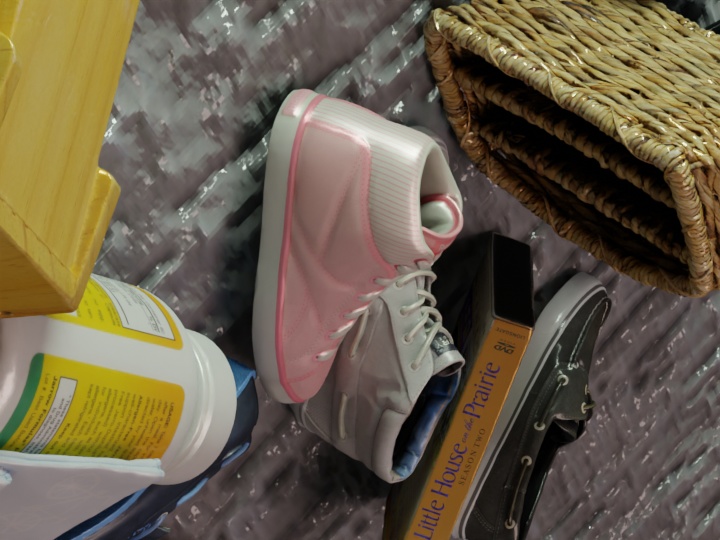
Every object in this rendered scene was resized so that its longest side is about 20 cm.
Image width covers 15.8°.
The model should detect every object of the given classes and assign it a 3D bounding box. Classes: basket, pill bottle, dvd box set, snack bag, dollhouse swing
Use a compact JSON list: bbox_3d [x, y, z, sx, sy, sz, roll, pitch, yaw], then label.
[{"bbox_3d":[0.136,-0.065,1.471,0.149,0.200,0.143,-23,137,-43],"label":"basket"},{"bbox_3d":[-0.152,0.054,1.289,0.200,0.113,0.113,17,104,-56],"label":"pill bottle"},{"bbox_3d":[0.059,0.092,1.587,0.146,0.029,0.201,-82,-168,-70],"label":"dvd box set"},{"bbox_3d":[-0.222,0.129,1.240,0.188,0.021,0.200,-32,153,35],"label":"snack bag"},{"bbox_3d":[-0.191,-0.086,1.109,0.200,0.181,0.177,62,24,-74],"label":"dollhouse swing"}]

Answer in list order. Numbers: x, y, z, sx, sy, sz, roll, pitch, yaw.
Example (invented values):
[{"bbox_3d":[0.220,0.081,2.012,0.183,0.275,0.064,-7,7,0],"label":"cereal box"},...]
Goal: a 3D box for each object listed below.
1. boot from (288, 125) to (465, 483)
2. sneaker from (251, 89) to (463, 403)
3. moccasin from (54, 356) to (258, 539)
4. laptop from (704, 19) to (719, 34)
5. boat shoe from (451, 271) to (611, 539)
[{"bbox_3d":[0.030,0.023,1.507,0.073,0.095,0.201,-9,125,-48],"label":"boot"},{"bbox_3d":[0.000,0.000,1.429,0.075,0.104,0.201,-61,160,-53],"label":"sneaker"},{"bbox_3d":[-0.124,0.126,1.413,0.200,0.080,0.068,-34,133,-28],"label":"moccasin"},{"bbox_3d":[0.242,-0.191,1.575,0.177,0.200,0.104,-28,102,-35],"label":"laptop"},{"bbox_3d":[0.120,0.095,1.688,0.200,0.056,0.069,-60,160,-18],"label":"boat shoe"}]
